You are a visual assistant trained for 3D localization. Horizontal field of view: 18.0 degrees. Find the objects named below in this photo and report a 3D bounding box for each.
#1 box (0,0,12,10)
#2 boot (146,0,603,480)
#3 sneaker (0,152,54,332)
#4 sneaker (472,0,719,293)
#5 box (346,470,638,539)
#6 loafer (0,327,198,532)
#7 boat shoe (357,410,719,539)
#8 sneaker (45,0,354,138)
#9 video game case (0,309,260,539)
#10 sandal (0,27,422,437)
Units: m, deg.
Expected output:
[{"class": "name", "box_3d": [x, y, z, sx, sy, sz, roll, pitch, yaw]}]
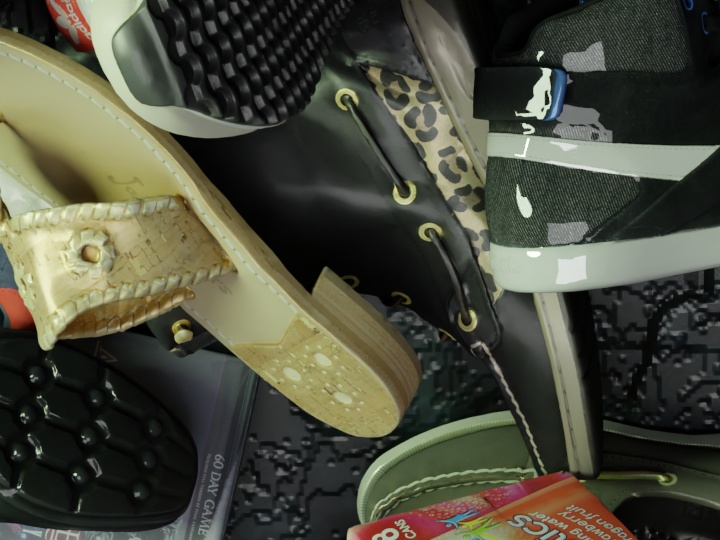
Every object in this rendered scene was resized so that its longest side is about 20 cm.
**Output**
[{"class": "box", "box_3d": [-0.100, -0.145, 0.716, 0.199, 0.158, 0.049, -34, 88, 22]}, {"class": "boot", "box_3d": [0.000, 0.000, 0.833, 0.149, 0.073, 0.201, -17, 112, 12]}, {"class": "sneaker", "box_3d": [-0.179, -0.045, 0.823, 0.200, 0.075, 0.085, 40, 109, -14]}, {"class": "sneaker", "box_3d": [0.134, -0.062, 0.776, 0.198, 0.073, 0.113, -10, 100, -22]}, {"class": "box", "box_3d": [0.056, 0.188, 0.817, 0.095, 0.100, 0.202, -12, 119, -20]}, {"class": "loafer", "box_3d": [-0.157, 0.053, 0.832, 0.199, 0.069, 0.070, 17, 157, -19]}, {"class": "boat shoe", "box_3d": [0.097, 0.099, 0.881, 0.200, 0.060, 0.073, 1, 116, 4]}, {"class": "sneaker", "box_3d": [-0.063, -0.082, 0.732, 0.093, 0.200, 0.071, -17, 109, 18]}, {"class": "video game case", "box_3d": [-0.149, 0.083, 0.868, 0.198, 0.019, 0.144, 13, 77, -1]}, {"class": "sandal", "box_3d": [-0.077, 0.003, 0.756, 0.211, 0.070, 0.078, 37, 147, -11]}]
